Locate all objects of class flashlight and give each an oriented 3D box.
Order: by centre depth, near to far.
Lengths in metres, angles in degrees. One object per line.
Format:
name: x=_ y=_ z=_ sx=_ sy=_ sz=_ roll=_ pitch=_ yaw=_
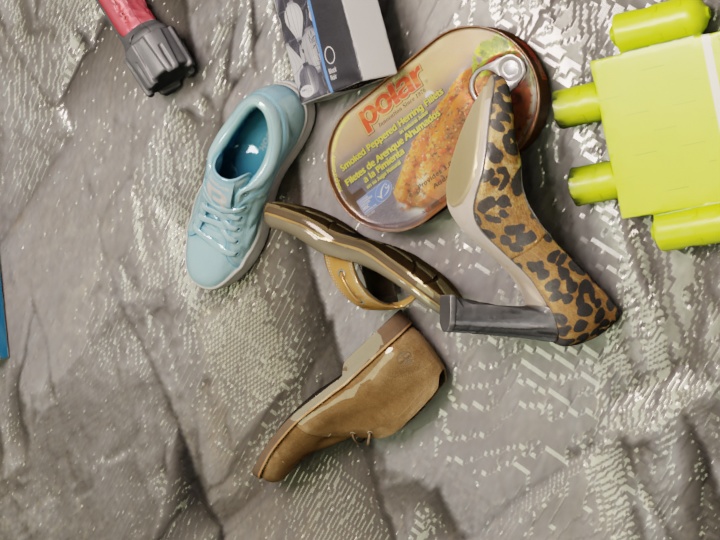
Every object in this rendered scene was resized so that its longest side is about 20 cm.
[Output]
flashlight: x=-0.211 y=-0.247 z=1.337 sx=0.068 sy=0.068 sz=0.200 roll=-37 pitch=81 yaw=32

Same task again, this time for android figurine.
android figurine: x=0.242 y=-0.108 z=1.151 sx=0.200 sy=0.041 sz=0.182 roll=-8 pitch=95 yaw=29

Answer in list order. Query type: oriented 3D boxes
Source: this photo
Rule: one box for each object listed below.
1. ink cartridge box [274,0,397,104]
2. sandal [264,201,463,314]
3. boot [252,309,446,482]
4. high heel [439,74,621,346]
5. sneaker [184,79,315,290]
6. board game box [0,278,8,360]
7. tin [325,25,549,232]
ink cartridge box: x=-0.035 y=-0.239 z=1.245 sx=0.099 sy=0.039 sz=0.200 roll=-12 pitch=92 yaw=58
sandal: x=0.000 y=0.000 z=1.268 sx=0.200 sy=0.080 sz=0.054 roll=26 pitch=99 yaw=27
boot: x=-0.011 y=0.125 z=1.306 sx=0.075 sy=0.074 sz=0.200 roll=46 pitch=114 yaw=1
high heel: x=0.139 y=-0.044 z=1.194 sx=0.143 sy=0.071 sz=0.200 roll=5 pitch=96 yaw=-15
sneaker: x=-0.111 y=-0.069 z=1.310 sx=0.074 sy=0.082 sz=0.200 roll=31 pitch=111 yaw=20
board game box: x=-0.411 y=0.027 z=1.410 sx=0.064 sy=0.200 sz=0.148 roll=0 pitch=100 yaw=26
tin: x=0.060 y=-0.112 z=1.242 sx=0.200 sy=0.042 sz=0.112 roll=-36 pitch=86 yaw=27
